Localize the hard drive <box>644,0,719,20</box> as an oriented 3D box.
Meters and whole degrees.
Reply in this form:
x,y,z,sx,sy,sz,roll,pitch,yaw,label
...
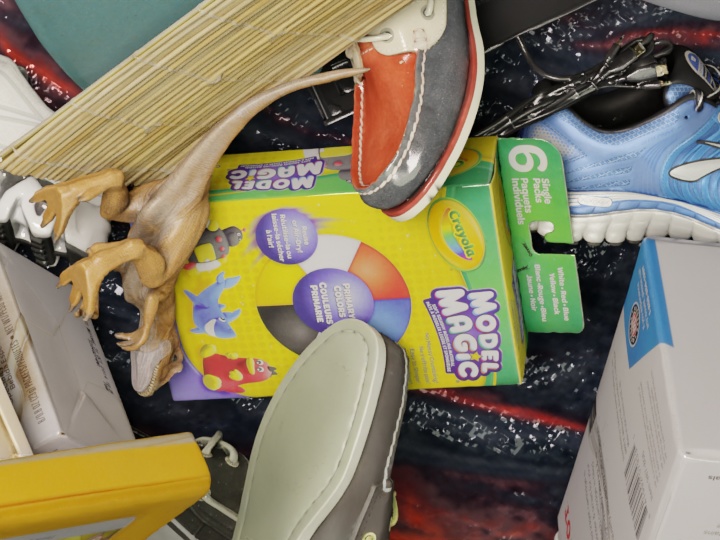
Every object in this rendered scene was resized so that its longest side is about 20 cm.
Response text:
x,y,z,sx,sy,sz,roll,pitch,yaw,label
0.097,-0.195,1.194,0.200,0.135,0.042,24,146,-11,hard drive

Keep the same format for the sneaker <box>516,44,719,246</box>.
x,y,z,sx,sy,sz,roll,pitch,yaw,label
0.171,-0.059,1.268,0.200,0.079,0.089,1,111,-6,sneaker

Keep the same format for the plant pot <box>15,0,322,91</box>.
x,y,z,sx,sy,sz,roll,pitch,yaw,label
-0.086,-0.162,1.149,0.141,0.141,0.200,-18,147,2,plant pot

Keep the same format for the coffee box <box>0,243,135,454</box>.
x,y,z,sx,sy,sz,roll,pitch,yaw,label
-0.213,0.092,1.241,0.200,0.114,0.080,-33,149,14,coffee box

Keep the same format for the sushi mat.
x,y,z,sx,sy,sz,roll,pitch,yaw,label
-0.063,-0.087,1.145,0.200,0.096,0.012,-32,67,35,sushi mat

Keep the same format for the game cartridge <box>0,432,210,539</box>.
x,y,z,sx,sy,sz,roll,pitch,yaw,label
-0.187,0.128,1.117,0.176,0.200,0.032,-38,69,41,game cartridge

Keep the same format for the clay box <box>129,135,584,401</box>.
x,y,z,sx,sy,sz,roll,pitch,yaw,label
0.000,0.000,1.252,0.200,0.048,0.115,-3,123,13,clay box

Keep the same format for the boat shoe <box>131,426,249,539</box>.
x,y,z,sx,sy,sz,roll,pitch,yaw,label
-0.079,0.113,1.312,0.200,0.071,0.064,43,91,-19,boat shoe

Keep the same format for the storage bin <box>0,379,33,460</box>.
x,y,z,sx,sy,sz,roll,pitch,yaw,label
-0.273,0.046,1.152,0.199,0.094,0.200,-31,76,24,storage bin

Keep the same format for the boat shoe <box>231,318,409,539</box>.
x,y,z,sx,sy,sz,roll,pitch,yaw,label
-0.019,0.119,1.252,0.061,0.072,0.201,14,103,-36,boat shoe

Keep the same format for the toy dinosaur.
x,y,z,sx,sy,sz,roll,pitch,yaw,label
-0.087,-0.028,1.193,0.106,0.060,0.200,-12,143,-40,toy dinosaur

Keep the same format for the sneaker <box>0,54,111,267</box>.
x,y,z,sx,sy,sz,roll,pitch,yaw,label
-0.203,-0.069,1.241,0.200,0.075,0.081,22,76,-4,sneaker

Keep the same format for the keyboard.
x,y,z,sx,sy,sz,roll,pitch,yaw,label
0.069,-0.120,1.247,0.200,0.021,0.127,-25,79,4,keyboard

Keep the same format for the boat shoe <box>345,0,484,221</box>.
x,y,z,sx,sy,sz,roll,pitch,yaw,label
0.018,-0.121,1.193,0.063,0.071,0.200,22,68,-35,boat shoe

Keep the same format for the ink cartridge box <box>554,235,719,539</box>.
x,y,z,sx,sy,sz,roll,pitch,yaw,label
0.157,0.107,1.255,0.084,0.145,0.200,6,132,-8,ink cartridge box
